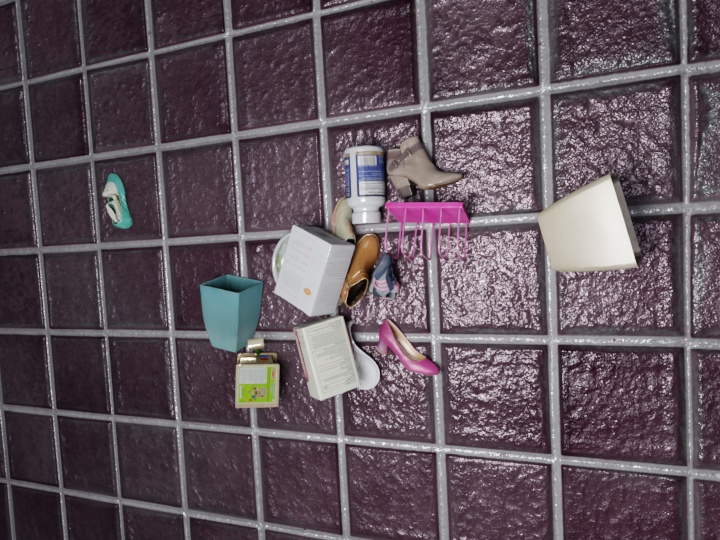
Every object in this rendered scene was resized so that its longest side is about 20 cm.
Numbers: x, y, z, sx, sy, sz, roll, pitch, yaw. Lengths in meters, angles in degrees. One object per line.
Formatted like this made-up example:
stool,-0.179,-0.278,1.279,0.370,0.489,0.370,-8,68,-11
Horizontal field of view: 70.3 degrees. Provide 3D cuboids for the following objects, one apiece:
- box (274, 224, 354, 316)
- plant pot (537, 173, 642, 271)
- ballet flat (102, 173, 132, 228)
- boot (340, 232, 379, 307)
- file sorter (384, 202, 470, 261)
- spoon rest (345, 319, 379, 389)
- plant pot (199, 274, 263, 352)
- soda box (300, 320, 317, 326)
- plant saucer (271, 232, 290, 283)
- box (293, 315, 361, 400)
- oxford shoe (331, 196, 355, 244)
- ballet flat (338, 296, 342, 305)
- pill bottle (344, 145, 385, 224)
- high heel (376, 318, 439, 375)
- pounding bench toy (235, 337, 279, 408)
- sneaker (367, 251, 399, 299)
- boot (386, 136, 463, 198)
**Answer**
box,-0.126,-0.002,1.387,0.151,0.106,0.203,28,107,33
plant pot,0.523,-0.093,1.181,0.175,0.199,0.203,-18,88,32
ballet flat,-0.839,-0.241,1.748,0.066,0.070,0.203,-19,87,21
boot,0.000,0.000,1.390,0.076,0.155,0.202,30,97,-8
file sorter,0.172,-0.094,1.321,0.197,0.139,0.128,3,80,21
spoon rest,-0.009,0.247,1.475,0.098,0.060,0.203,-22,85,21
plant pot,-0.397,0.136,1.577,0.139,0.141,0.204,10,105,20
soda box,-0.121,0.253,1.517,0.067,0.064,0.203,-14,90,21
plant saucer,-0.173,-0.014,1.513,0.197,0.050,0.204,2,93,31
box,-0.095,0.239,1.422,0.126,0.109,0.203,-14,90,-23
oxford shoe,-0.038,-0.108,1.436,0.073,0.070,0.204,2,85,43
ballet flat,-0.084,0.003,1.484,0.065,0.057,0.204,-8,92,13
pill bottle,0.013,-0.231,1.400,0.109,0.111,0.204,-1,94,21
high heel,0.137,0.212,1.414,0.198,0.067,0.097,26,114,31
pounding bench toy,-0.309,0.286,1.536,0.122,0.156,0.204,1,96,-12
sneaker,0.074,0.018,1.372,0.081,0.201,0.071,27,67,6
boot,0.162,-0.283,1.363,0.197,0.070,0.149,-14,87,21
